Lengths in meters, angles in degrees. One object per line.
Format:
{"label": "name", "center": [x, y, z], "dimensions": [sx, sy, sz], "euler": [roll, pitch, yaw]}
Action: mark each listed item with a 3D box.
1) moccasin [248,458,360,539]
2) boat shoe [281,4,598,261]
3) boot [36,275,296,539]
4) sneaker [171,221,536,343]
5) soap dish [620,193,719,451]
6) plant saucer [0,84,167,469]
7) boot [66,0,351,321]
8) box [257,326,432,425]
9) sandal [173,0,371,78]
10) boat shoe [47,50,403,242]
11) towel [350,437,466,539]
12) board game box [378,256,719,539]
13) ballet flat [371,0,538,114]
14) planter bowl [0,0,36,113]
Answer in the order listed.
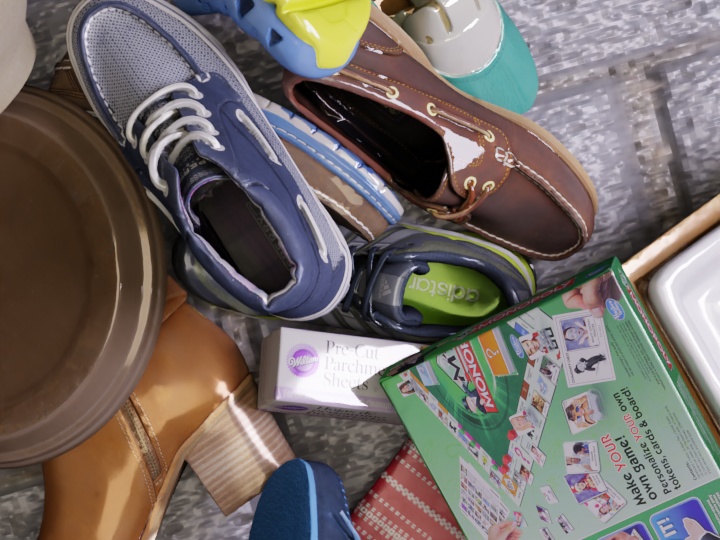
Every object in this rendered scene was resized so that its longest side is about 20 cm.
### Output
{"label": "moccasin", "center": [-0.017, 0.197, 1.073], "dimensions": [0.068, 0.080, 0.201], "euler": [11, 68, -31]}
{"label": "boat shoe", "center": [0.040, -0.060, 1.105], "dimensions": [0.200, 0.070, 0.070], "euler": [33, 129, -18]}
{"label": "boot", "center": [-0.151, 0.091, 1.115], "dimensions": [0.200, 0.077, 0.156], "euler": [-35, 94, 4]}
{"label": "sneaker", "center": [0.000, 0.000, 1.118], "dimensions": [0.199, 0.081, 0.074], "euler": [6, 94, -5]}
{"label": "soap dish", "center": [0.232, 0.019, 1.121], "dimensions": [0.200, 0.081, 0.158], "euler": [-34, 98, -21]}
{"label": "plant saucer", "center": [-0.194, 0.003, 1.086], "dimensions": [0.199, 0.029, 0.201], "euler": [0, 90, 20]}
{"label": "boot", "center": [-0.079, -0.062, 1.016], "dimensions": [0.073, 0.090, 0.200], "euler": [-42, 81, 6]}
{"label": "box", "center": [0.046, 0.063, 1.120], "dimensions": [0.199, 0.039, 0.042], "euler": [8, 77, -16]}
{"label": "sandal", "center": [-0.067, -0.162, 1.073], "dimensions": [0.079, 0.200, 0.087], "euler": [-2, 135, -42]}
{"label": "boat shoe", "center": [-0.073, -0.058, 1.097], "dimensions": [0.200, 0.072, 0.073], "euler": [29, 84, 15]}
{"label": "towel", "center": [0.057, 0.166, 1.169], "dimensions": [0.144, 0.022, 0.200], "euler": [39, 90, -8]}
{"label": "board game box", "center": [0.115, 0.110, 1.069], "dimensions": [0.134, 0.029, 0.200], "euler": [-26, 98, 18]}
{"label": "ballet flat", "center": [0.024, -0.155, 1.113], "dimensions": [0.067, 0.070, 0.200], "euler": [-43, 98, -7]}
{"label": "planter bowl", "center": [-0.243, -0.129, 1.041], "dimensions": [0.200, 0.200, 0.135], "euler": [-34, 122, -2]}
